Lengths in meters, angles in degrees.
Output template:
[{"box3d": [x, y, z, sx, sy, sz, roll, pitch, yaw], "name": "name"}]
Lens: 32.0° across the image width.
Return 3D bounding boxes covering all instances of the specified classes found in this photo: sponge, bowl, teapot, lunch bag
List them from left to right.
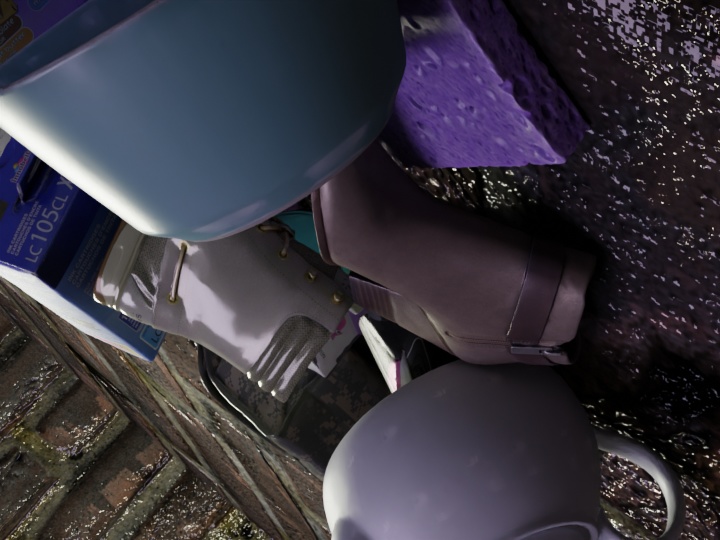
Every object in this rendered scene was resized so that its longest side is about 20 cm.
[{"box3d": [-0.058, -0.088, 0.551, 0.106, 0.200, 0.200, 57, 158, -21], "name": "bowl"}, {"box3d": [-0.057, 0.107, 1.156, 0.199, 0.118, 0.164, 33, 171, 48], "name": "lunch bag"}, {"box3d": [0.023, -0.102, 0.649, 0.112, 0.030, 0.199, 49, 160, -22], "name": "sponge"}, {"box3d": [0.083, 0.159, 0.796, 0.197, 0.200, 0.147, 28, -155, -53], "name": "teapot"}]

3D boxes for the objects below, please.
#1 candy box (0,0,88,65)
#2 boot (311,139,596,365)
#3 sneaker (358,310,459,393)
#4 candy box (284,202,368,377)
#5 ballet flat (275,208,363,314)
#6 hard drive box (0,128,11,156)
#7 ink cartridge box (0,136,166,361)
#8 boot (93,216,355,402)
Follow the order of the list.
[{"box3d": [-0.227, -0.206, 0.687, 0.200, 0.168, 0.071, 49, 159, -21], "name": "candy box"}, {"box3d": [0.057, -0.011, 0.695, 0.144, 0.071, 0.201, 12, 155, 17], "name": "boot"}, {"box3d": [0.063, 0.067, 0.869, 0.081, 0.086, 0.200, 61, -177, 28], "name": "sneaker"}, {"box3d": [-0.103, -0.018, 1.047, 0.199, 0.072, 0.168, 25, 155, 45], "name": "candy box"}, {"box3d": [0.000, 0.000, 0.866, 0.068, 0.069, 0.199, 28, 169, -36], "name": "ballet flat"}, {"box3d": [-0.253, -0.116, 0.959, 0.076, 0.157, 0.200, 25, 163, 44], "name": "hard drive box"}, {"box3d": [-0.182, -0.040, 0.847, 0.075, 0.138, 0.200, 17, 164, 26], "name": "ink cartridge box"}, {"box3d": [-0.060, -0.033, 0.787, 0.153, 0.202, 0.072, 29, -168, 0], "name": "boot"}]
